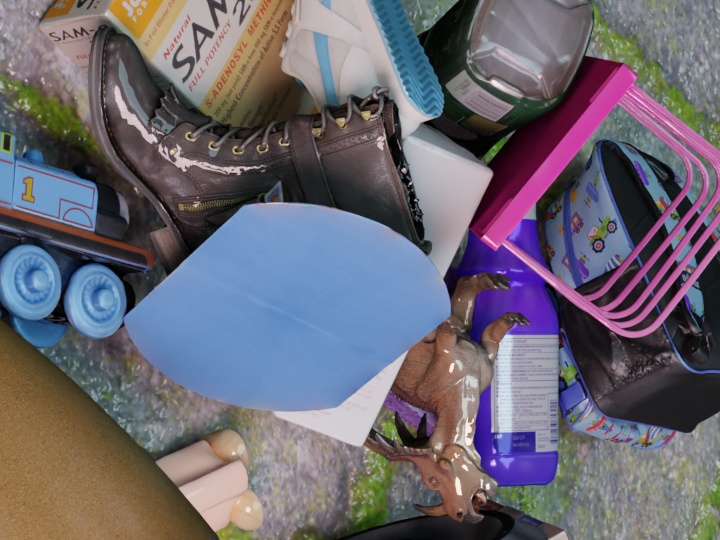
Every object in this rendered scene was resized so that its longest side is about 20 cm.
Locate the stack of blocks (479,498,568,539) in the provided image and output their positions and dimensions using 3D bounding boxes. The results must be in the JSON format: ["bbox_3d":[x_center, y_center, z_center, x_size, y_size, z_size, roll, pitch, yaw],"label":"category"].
[{"bbox_3d":[0.040,0.235,1.804,0.200,0.115,0.059,-27,108,-21],"label":"stack of blocks"}]

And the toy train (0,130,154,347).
[{"bbox_3d":[-0.214,-0.023,1.598,0.200,0.087,0.115,16,73,-41],"label":"toy train"}]

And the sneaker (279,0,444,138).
[{"bbox_3d":[-0.016,-0.160,1.681,0.076,0.081,0.201,31,33,-48],"label":"sneaker"}]

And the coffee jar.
[{"bbox_3d":[0.078,-0.132,1.795,0.085,0.200,0.105,28,69,-11],"label":"coffee jar"}]

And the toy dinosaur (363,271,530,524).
[{"bbox_3d":[0.040,0.062,1.774,0.086,0.200,0.136,19,117,-29],"label":"toy dinosaur"}]

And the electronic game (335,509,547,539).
[{"bbox_3d":[0.026,0.201,1.733,0.200,0.200,0.042,-20,100,-41],"label":"electronic game"}]

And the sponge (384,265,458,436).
[{"bbox_3d":[0.049,0.051,1.875,0.200,0.030,0.112,40,64,-35],"label":"sponge"}]

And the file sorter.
[{"bbox_3d":[0.158,-0.046,1.727,0.125,0.200,0.139,39,93,-7],"label":"file sorter"}]

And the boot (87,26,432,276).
[{"bbox_3d":[-0.058,-0.080,1.616,0.069,0.173,0.201,-71,141,-58],"label":"boot"}]

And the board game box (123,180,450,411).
[{"bbox_3d":[-0.043,0.012,1.618,0.158,0.200,0.039,25,45,-27],"label":"board game box"}]

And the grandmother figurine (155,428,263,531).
[{"bbox_3d":[-0.150,0.161,1.671,0.200,0.060,0.122,-27,99,-43],"label":"grandmother figurine"}]

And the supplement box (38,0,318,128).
[{"bbox_3d":[-0.095,-0.145,1.714,0.200,0.073,0.126,44,60,-33],"label":"supplement box"}]

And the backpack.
[{"bbox_3d":[0.199,0.012,1.940,0.182,0.134,0.201,13,51,-57],"label":"backpack"}]

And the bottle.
[{"bbox_3d":[0.099,0.051,1.857,0.083,0.065,0.201,1,88,-44],"label":"bottle"}]

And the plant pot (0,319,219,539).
[{"bbox_3d":[-0.211,0.121,1.501,0.186,0.186,0.200,-37,96,-37],"label":"plant pot"}]

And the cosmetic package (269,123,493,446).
[{"bbox_3d":[0.000,0.000,1.725,0.071,0.101,0.201,22,99,-24],"label":"cosmetic package"}]
